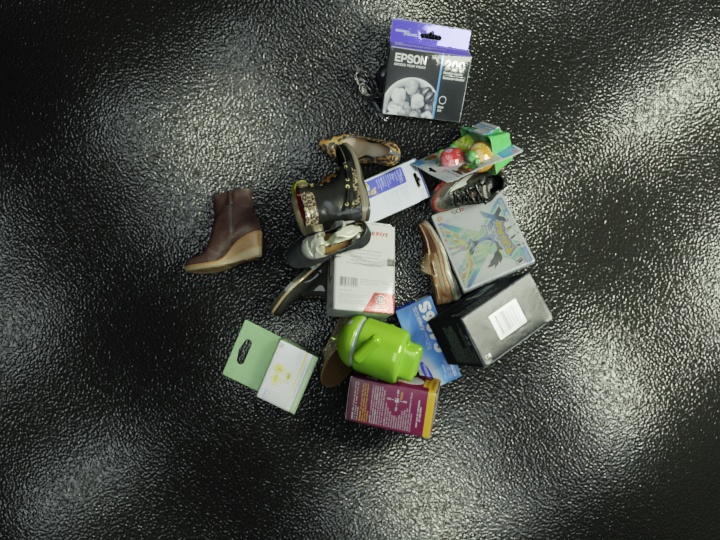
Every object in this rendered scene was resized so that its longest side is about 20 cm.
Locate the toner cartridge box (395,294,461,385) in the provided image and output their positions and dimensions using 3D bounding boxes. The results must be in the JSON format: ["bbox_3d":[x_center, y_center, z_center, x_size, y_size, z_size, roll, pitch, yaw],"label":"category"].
[{"bbox_3d":[0.159,0.170,1.510,0.093,0.043,0.205,-22,92,2],"label":"toner cartridge box"}]

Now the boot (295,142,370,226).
[{"bbox_3d":[-0.068,-0.183,1.379,0.146,0.074,0.205,-11,65,-11],"label":"boot"}]

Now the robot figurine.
[{"bbox_3d":[0.035,0.171,1.396,0.195,0.175,0.119,18,101,15],"label":"robot figurine"}]

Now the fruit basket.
[{"bbox_3d":[0.230,-0.259,1.420,0.195,0.185,0.096,-18,117,-15],"label":"fruit basket"}]

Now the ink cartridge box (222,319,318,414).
[{"bbox_3d":[-0.213,0.226,1.504,0.195,0.048,0.149,25,91,-4],"label":"ink cartridge box"}]

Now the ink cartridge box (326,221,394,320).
[{"bbox_3d":[0.000,0.000,1.446,0.142,0.083,0.207,6,74,-15],"label":"ink cartridge box"}]

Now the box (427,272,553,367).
[{"bbox_3d":[0.280,0.111,1.412,0.194,0.200,0.120,-30,92,-16],"label":"box"}]

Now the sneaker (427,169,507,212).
[{"bbox_3d":[0.251,-0.185,1.466,0.196,0.098,0.072,-24,117,-5],"label":"sneaker"}]

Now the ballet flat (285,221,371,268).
[{"bbox_3d":[-0.067,-0.062,1.364,0.194,0.073,0.075,-17,92,-12],"label":"ballet flat"}]

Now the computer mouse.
[{"bbox_3d":[0.087,-0.461,1.489,0.198,0.053,0.140,-37,108,6],"label":"computer mouse"}]

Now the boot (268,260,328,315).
[{"bbox_3d":[-0.106,0.063,1.491,0.200,0.077,0.139,-44,96,1],"label":"boot"}]

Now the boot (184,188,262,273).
[{"bbox_3d":[-0.328,-0.091,1.496,0.194,0.072,0.172,-14,80,1],"label":"boot"}]

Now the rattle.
[{"bbox_3d":[-0.078,-0.114,1.464,0.140,0.131,0.204,-9,61,-36],"label":"rattle"}]

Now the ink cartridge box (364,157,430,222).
[{"bbox_3d":[0.058,-0.178,1.504,0.195,0.039,0.102,-22,91,1],"label":"ink cartridge box"}]

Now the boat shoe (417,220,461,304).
[{"bbox_3d":[0.170,-0.016,1.493,0.070,0.076,0.205,-22,90,2],"label":"boat shoe"}]

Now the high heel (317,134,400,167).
[{"bbox_3d":[-0.005,-0.279,1.447,0.193,0.143,0.074,12,91,-1],"label":"high heel"}]

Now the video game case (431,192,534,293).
[{"bbox_3d":[0.281,-0.073,1.481,0.178,0.022,0.205,-22,69,0],"label":"video game case"}]

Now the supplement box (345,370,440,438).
[{"bbox_3d":[0.076,0.291,1.446,0.193,0.131,0.107,9,97,11],"label":"supplement box"}]

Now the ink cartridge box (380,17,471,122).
[{"bbox_3d":[0.151,-0.451,1.450,0.191,0.044,0.206,3,110,-12],"label":"ink cartridge box"}]

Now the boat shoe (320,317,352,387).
[{"bbox_3d":[-0.042,0.175,1.505,0.072,0.062,0.204,24,94,-27],"label":"boat shoe"}]
